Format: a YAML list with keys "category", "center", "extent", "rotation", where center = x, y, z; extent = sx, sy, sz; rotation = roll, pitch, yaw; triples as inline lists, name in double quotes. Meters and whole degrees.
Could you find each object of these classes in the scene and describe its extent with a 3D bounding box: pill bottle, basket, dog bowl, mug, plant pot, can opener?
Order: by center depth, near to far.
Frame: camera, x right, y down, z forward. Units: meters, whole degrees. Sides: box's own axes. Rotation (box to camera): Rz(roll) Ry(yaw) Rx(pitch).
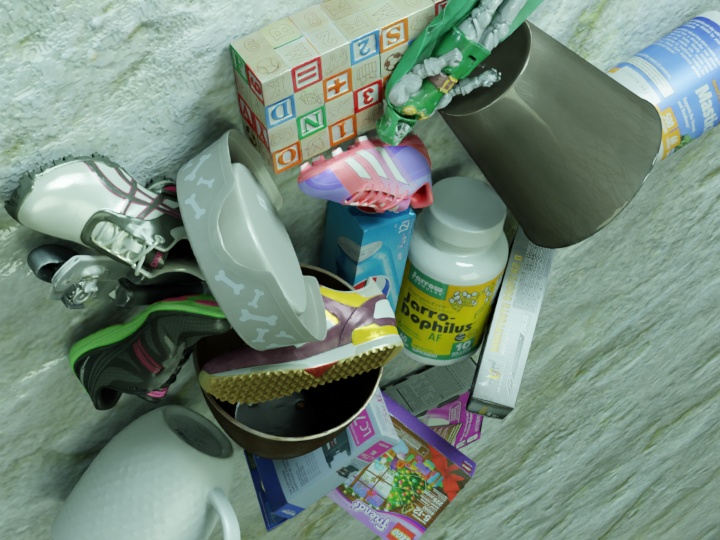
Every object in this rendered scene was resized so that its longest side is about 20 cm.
- category: "dog bowl"
  center: [-0.096, -0.021, 1.178]
  extent: [0.059, 0.200, 0.200]
  rotation: [-23, 147, 7]
- category: "can opener"
  center: [-0.214, -0.004, 1.219]
  extent: [0.053, 0.067, 0.200]
  rotation: [-51, 157, 22]
- category: "basket"
  center: [0.168, -0.143, 1.272]
  extent: [0.180, 0.136, 0.200]
  rotation: [-51, 131, 2]
- category: "plant pot"
  center: [-0.082, 0.118, 1.390]
  extent: [0.187, 0.187, 0.200]
  rotation: [-25, 160, -18]
- category: "mug"
  center: [-0.200, 0.250, 1.397]
  extent: [0.175, 0.200, 0.148]
  rotation: [-55, 148, 13]
- category: "pill bottle"
  center: [0.359, -0.206, 1.440]
  extent: [0.200, 0.112, 0.112]
  rotation: [-32, 146, -7]
- category: "pill bottle"
  center: [0.096, 0.000, 1.444]
  extent: [0.113, 0.113, 0.200]
  rotation: [-18, 143, -26]

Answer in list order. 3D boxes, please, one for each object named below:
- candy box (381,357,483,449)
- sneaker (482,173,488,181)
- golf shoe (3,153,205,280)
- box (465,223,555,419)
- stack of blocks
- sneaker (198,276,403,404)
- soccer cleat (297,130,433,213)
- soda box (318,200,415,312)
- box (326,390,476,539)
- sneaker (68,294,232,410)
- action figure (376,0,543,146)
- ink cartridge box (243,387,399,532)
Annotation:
- category: "candy box"
  center: [0.060, 0.197, 1.695]
  extent: [0.200, 0.061, 0.136]
  rotation: [-24, 145, -19]
- category: "sneaker"
  center: [0.204, -0.100, 1.457]
  extent: [0.100, 0.075, 0.200]
  rotation: [-44, 147, 7]
- category: "golf shoe"
  center: [-0.202, -0.042, 1.144]
  extent: [0.200, 0.088, 0.077]
  rotation: [8, 128, -45]
- category: "box"
  center: [0.167, 0.060, 1.496]
  extent: [0.158, 0.048, 0.200]
  rotation: [76, 29, -79]
- category: "stack of blocks"
  center: [-0.008, -0.180, 1.180]
  extent: [0.200, 0.059, 0.115]
  rotation: [-27, 146, -16]
- category: "sneaker"
  center: [-0.063, 0.063, 1.271]
  extent: [0.200, 0.090, 0.075]
  rotation: [-11, 156, -23]
- category: "soccer cleat"
  center: [0.012, -0.083, 1.247]
  extent: [0.067, 0.077, 0.200]
  rotation: [-21, -179, 29]
- category: "soda box"
  center: [0.000, 0.000, 1.396]
  extent: [0.064, 0.068, 0.200]
  rotation: [-20, 143, -25]
- category: "box"
  center: [0.016, 0.220, 1.572]
  extent: [0.137, 0.200, 0.039]
  rotation: [-53, 180, 22]
- category: "sneaker"
  center: [-0.184, 0.076, 1.249]
  extent: [0.200, 0.084, 0.077]
  rotation: [-25, 170, 35]
- category: "action figure"
  center: [0.084, -0.185, 1.162]
  extent: [0.200, 0.055, 0.118]
  rotation: [-47, 148, 19]
- category: "ink cartridge box"
  center: [-0.057, 0.192, 1.505]
  extent: [0.200, 0.119, 0.042]
  rotation: [-39, 141, 22]
